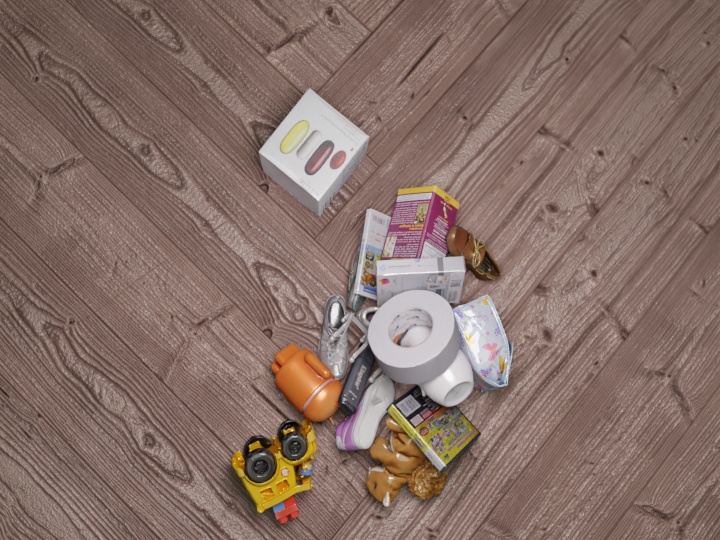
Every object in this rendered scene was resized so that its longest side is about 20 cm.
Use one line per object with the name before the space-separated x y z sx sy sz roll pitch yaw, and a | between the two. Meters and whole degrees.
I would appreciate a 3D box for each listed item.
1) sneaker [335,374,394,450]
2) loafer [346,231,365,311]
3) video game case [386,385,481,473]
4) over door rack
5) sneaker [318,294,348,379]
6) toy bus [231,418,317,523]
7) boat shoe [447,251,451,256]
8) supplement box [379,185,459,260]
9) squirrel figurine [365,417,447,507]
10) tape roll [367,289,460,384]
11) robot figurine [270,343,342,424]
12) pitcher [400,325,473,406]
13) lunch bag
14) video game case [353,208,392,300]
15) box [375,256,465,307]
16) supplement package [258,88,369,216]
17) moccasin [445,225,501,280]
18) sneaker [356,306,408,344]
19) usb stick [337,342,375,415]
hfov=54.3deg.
sneaker | 0.002 0.333 1.649 0.073 0.113 0.202 47 48 -15
loafer | 0.000 0.000 1.712 0.061 0.072 0.204 15 73 19
video game case | 0.169 0.343 1.588 0.181 0.198 0.026 47 119 16
over door rack | -0.005 0.198 1.566 0.066 0.201 0.148 -39 103 22
sneaker | -0.066 0.156 1.668 0.072 0.082 0.206 -2 81 -3
toy bus | -0.170 0.462 1.598 0.196 0.136 0.196 -25 96 -9
boat shoe | 0.180 0.009 1.706 0.075 0.074 0.202 35 81 3
supplement box | 0.140 -0.086 1.672 0.102 0.129 0.205 27 74 -40
squirrel figurine | 0.107 0.453 1.604 0.196 0.142 0.191 25 87 4
tape roll | 0.116 0.142 1.528 0.195 0.067 0.204 -13 46 13
robot figurine | -0.120 0.265 1.624 0.200 0.116 0.145 43 96 18
pitcher | 0.156 0.221 1.589 0.173 0.119 0.201 -54 46 21
lunch bag | 0.276 0.177 1.636 0.124 0.170 0.205 -19 80 -9
video game case | 0.053 -0.030 1.693 0.141 0.018 0.206 18 77 -42
box | 0.132 0.028 1.589 0.194 0.157 0.042 -4 60 0
supplement package | -0.112 -0.282 1.704 0.190 0.147 0.202 37 80 4
moccasin | 0.270 -0.038 1.663 0.202 0.077 0.075 47 63 -36
sneaker | 0.086 0.133 1.670 0.194 0.100 0.077 11 78 -2
usb stick | -0.006 0.246 1.622 0.032 0.202 0.056 -28 113 34
